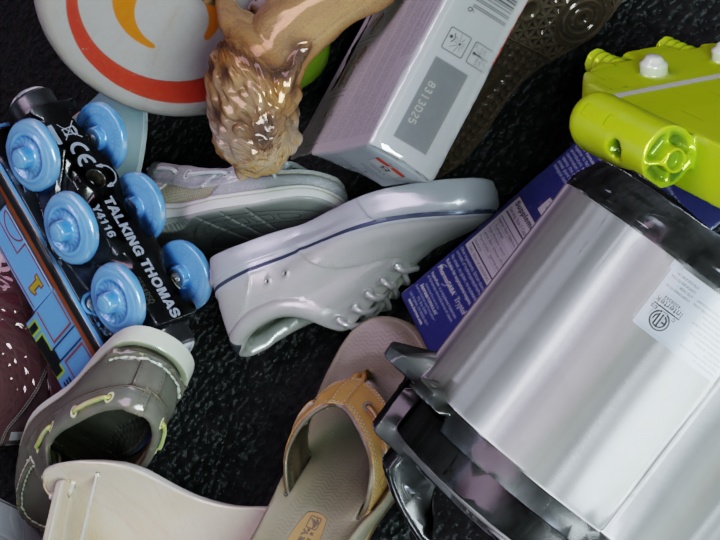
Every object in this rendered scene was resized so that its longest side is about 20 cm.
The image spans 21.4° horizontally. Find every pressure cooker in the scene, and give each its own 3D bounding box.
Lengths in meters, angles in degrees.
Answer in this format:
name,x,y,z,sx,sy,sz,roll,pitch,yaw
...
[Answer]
name,x,y,z,sx,sy,sz,roll,pitch,yaw
pressure cooker,0.112,0.072,0.880,0.200,0.179,0.176,-53,43,3

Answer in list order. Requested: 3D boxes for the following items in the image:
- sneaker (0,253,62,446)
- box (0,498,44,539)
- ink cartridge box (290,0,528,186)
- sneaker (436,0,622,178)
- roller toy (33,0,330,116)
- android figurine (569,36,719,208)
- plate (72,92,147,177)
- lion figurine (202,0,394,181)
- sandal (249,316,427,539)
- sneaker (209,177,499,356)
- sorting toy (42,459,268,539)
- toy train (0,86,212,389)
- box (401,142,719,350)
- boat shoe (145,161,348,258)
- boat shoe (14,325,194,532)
name,x,y,z,sx,sy,sz,roll,pitch,yaw
sneaker,-0.262,0.026,1.264,0.076,0.115,0.201,-28,77,50
box,-0.270,0.178,1.164,0.060,0.200,0.117,-40,42,17
ink cartridge box,0.033,-0.126,1.118,0.163,0.050,0.200,-62,11,-6
sneaker,0.078,-0.148,1.141,0.200,0.070,0.076,-45,48,13
roller toy,-0.119,-0.211,1.266,0.182,0.200,0.140,-5,40,10
android figurine,0.189,-0.077,0.937,0.200,0.181,0.041,40,136,54
plate,-0.204,-0.045,1.338,0.200,0.026,0.201,-43,36,43
lion figurine,-0.028,-0.154,1.135,0.200,0.072,0.123,-47,43,24
sandal,-0.013,0.102,1.051,0.080,0.054,0.200,11,55,29
sneaker,0.000,0.000,1.136,0.200,0.073,0.071,-21,77,32
sorting toy,-0.102,0.205,1.068,0.179,0.107,0.200,-13,47,25
toy train,-0.176,-0.016,1.205,0.114,0.087,0.200,-42,76,41
box,0.120,-0.007,1.038,0.200,0.032,0.121,-43,42,16
boat shoe,-0.082,-0.048,1.234,0.202,0.074,0.065,-6,64,50
boat shoe,-0.168,0.110,1.170,0.202,0.072,0.060,-48,17,43
